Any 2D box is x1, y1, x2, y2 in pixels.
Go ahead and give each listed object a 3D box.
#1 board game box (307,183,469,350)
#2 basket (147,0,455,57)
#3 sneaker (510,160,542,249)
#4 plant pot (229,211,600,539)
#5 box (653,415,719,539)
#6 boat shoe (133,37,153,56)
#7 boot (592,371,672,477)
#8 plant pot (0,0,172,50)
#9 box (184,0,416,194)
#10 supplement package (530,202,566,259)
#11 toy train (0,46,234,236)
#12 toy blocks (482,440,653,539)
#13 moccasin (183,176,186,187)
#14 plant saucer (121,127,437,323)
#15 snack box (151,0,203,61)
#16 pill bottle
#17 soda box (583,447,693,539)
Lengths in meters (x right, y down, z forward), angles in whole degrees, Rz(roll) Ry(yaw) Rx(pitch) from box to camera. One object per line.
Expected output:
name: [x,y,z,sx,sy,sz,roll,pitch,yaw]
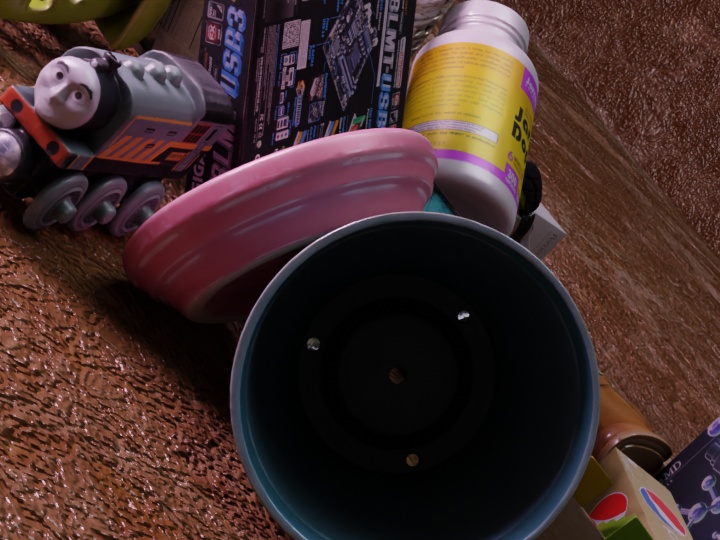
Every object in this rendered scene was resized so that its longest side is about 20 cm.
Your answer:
board game box: [0.000,0.000,1.365,0.200,0.028,0.135,-17,61,-40]
basket: [-0.058,-0.230,1.580,0.200,0.161,0.198,44,32,19]
sneaker: [0.099,-0.030,1.662,0.074,0.200,0.081,-19,48,-30]
plant pot: [0.025,0.065,1.153,0.200,0.200,0.188,43,-1,-3]
box: [0.312,0.225,1.556,0.107,0.148,0.200,38,15,-27]
boat shoe: [-0.110,-0.160,1.658,0.200,0.062,0.073,31,19,-43]
boot: [0.199,0.121,1.684,0.155,0.077,0.200,52,13,23]
plant pot: [-0.205,-0.287,1.416,0.181,0.199,0.200,19,26,-40]
box: [-0.033,-0.150,1.338,0.050,0.200,0.198,19,25,28]
supplement package: [0.072,-0.063,1.783,0.200,0.114,0.110,29,19,-45]
toy train: [-0.156,-0.084,1.200,0.085,0.114,0.200,47,14,14]
toy blocks: [0.127,0.171,1.327,0.200,0.100,0.137,53,1,-14]
moccasin: [-0.036,-0.024,1.439,0.201,0.078,0.074,47,15,10]
plant saucer: [-0.042,-0.020,1.193,0.200,0.200,0.051,10,56,-66]
snack box: [-0.080,-0.212,1.423,0.037,0.200,0.116,11,20,-40]
pill bottle: [0.082,-0.115,1.544,0.104,0.104,0.200,36,48,-29]
soda box: [0.211,0.218,1.471,0.068,0.064,0.200,39,14,-20]
